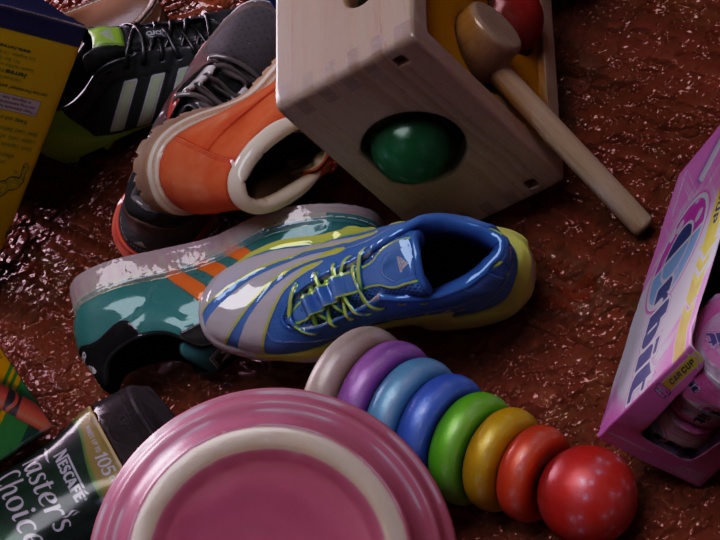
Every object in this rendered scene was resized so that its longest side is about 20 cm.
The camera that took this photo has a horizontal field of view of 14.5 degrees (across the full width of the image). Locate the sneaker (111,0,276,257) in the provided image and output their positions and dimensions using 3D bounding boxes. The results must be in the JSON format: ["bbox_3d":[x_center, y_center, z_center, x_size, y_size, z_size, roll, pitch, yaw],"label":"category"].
[{"bbox_3d":[-0.091,-0.095,1.798,0.077,0.082,0.201,23,68,5],"label":"sneaker"}]

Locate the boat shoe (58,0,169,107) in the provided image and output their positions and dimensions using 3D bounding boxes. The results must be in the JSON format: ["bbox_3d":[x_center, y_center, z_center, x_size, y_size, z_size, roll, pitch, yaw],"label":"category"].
[{"bbox_3d":[-0.226,-0.138,1.940,0.200,0.074,0.076,-34,42,-2],"label":"boat shoe"}]

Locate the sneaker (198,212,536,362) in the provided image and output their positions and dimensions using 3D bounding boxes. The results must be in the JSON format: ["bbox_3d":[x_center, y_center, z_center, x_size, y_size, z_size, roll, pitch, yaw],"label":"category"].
[{"bbox_3d":[0.000,0.000,1.622,0.199,0.105,0.076,-11,75,3],"label":"sneaker"}]

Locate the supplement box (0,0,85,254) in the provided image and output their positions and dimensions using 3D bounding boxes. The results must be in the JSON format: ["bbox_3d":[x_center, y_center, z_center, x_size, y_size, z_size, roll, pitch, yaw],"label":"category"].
[{"bbox_3d":[-0.278,-0.095,1.838,0.109,0.109,0.201,36,108,46],"label":"supplement box"}]

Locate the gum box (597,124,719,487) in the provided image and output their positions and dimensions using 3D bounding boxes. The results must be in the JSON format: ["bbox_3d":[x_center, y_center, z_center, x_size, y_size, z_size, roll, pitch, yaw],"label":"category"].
[{"bbox_3d":[0.198,0.009,1.513,0.066,0.114,0.200,25,56,-7],"label":"gum box"}]

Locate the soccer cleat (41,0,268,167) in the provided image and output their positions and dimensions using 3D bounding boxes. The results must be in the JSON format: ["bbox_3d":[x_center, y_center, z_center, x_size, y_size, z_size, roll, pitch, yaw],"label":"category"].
[{"bbox_3d":[-0.138,-0.136,1.881,0.199,0.081,0.068,-24,43,9],"label":"soccer cleat"}]

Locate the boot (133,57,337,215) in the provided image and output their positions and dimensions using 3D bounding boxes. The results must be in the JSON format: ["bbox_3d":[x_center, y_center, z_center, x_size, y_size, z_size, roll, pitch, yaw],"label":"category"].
[{"bbox_3d":[-0.031,-0.087,1.742,0.200,0.075,0.107,-33,24,-32],"label":"boot"}]

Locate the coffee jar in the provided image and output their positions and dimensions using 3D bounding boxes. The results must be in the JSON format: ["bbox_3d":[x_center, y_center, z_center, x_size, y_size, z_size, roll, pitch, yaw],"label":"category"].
[{"bbox_3d":[-0.178,0.155,1.627,0.200,0.085,0.104,-34,43,-3],"label":"coffee jar"}]

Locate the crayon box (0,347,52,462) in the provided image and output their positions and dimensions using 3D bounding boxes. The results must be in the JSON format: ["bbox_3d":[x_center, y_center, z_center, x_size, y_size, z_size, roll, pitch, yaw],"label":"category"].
[{"bbox_3d":[-0.293,0.093,1.670,0.200,0.127,0.051,-35,2,-40],"label":"crayon box"}]

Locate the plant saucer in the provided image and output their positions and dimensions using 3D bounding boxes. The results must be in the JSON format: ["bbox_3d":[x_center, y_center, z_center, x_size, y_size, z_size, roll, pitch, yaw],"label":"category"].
[{"bbox_3d":[-0.047,0.159,1.492,0.200,0.051,0.201,0,79,2],"label":"plant saucer"}]

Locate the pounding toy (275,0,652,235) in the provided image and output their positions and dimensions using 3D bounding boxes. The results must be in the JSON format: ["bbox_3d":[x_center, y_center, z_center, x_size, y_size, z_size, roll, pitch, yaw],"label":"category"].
[{"bbox_3d":[0.060,-0.117,1.685,0.142,0.184,0.201,-26,45,27],"label":"pounding toy"}]

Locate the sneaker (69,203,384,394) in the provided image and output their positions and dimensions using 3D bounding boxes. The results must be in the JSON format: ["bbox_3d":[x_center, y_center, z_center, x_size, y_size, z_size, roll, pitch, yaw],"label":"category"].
[{"bbox_3d":[-0.076,0.021,1.714,0.199,0.071,0.080,-17,64,8],"label":"sneaker"}]

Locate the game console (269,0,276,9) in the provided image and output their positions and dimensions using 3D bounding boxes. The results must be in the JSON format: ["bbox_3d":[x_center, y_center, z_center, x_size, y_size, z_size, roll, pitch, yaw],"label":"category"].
[{"bbox_3d":[0.037,-0.225,1.804,0.199,0.119,0.171,-15,26,17],"label":"game console"}]

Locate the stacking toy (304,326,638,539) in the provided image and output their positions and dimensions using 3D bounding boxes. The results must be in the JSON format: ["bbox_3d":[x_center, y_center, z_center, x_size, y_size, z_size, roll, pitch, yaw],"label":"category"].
[{"bbox_3d":[0.066,0.096,1.549,0.200,0.085,0.085,19,62,36],"label":"stacking toy"}]
